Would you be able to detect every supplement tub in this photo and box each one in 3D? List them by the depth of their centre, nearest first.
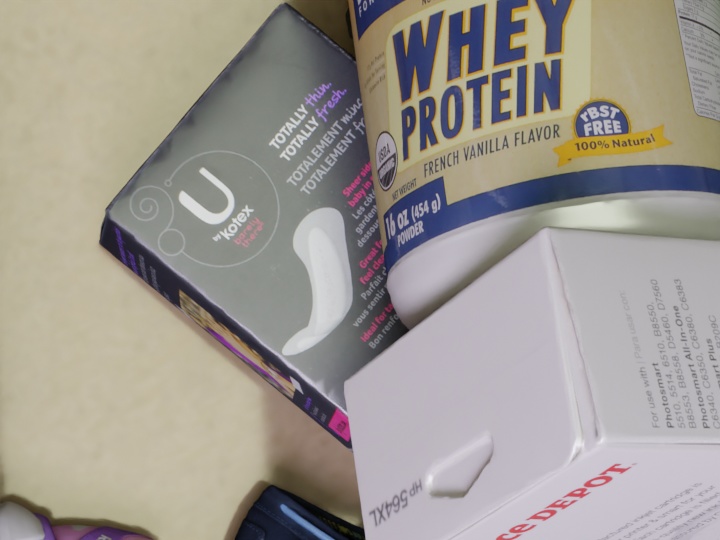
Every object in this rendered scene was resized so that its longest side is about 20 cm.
[{"bbox_3d":[0.070,-0.081,0.835,0.144,0.144,0.200,-6,74,-8],"label":"supplement tub"}]

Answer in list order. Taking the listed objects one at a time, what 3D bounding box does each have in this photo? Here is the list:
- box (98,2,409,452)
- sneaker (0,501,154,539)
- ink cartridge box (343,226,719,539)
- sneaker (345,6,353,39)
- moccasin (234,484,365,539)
[{"bbox_3d":[0.000,0.000,0.937,0.200,0.106,0.122,40,81,-3],"label":"box"},{"bbox_3d":[-0.109,0.192,0.912,0.088,0.080,0.200,0,65,-22],"label":"sneaker"},{"bbox_3d":[0.116,0.054,0.788,0.200,0.146,0.084,5,62,-31],"label":"ink cartridge box"},{"bbox_3d":[0.075,-0.087,0.977,0.200,0.078,0.090,48,52,5],"label":"sneaker"},{"bbox_3d":[0.041,0.145,0.947,0.200,0.080,0.068,16,89,-7],"label":"moccasin"}]
